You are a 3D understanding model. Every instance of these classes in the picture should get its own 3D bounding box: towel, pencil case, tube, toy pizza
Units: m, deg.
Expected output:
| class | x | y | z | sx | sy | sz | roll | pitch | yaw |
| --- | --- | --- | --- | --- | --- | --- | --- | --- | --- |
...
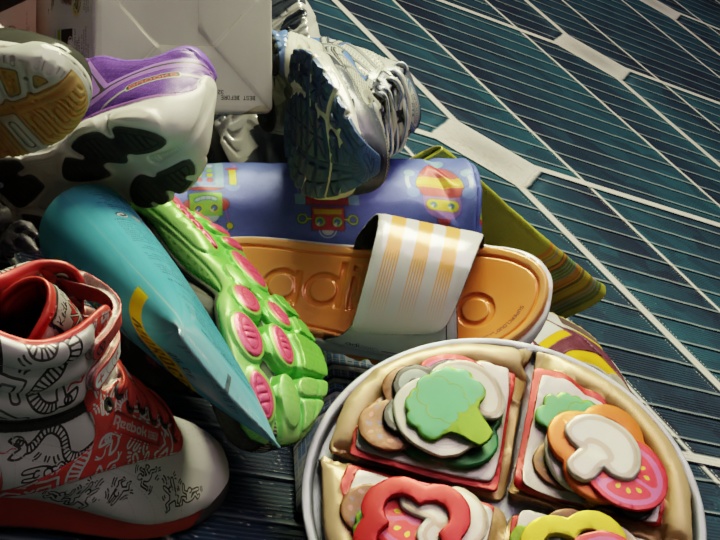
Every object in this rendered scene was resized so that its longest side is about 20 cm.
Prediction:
| class | x | y | z | sx | sy | sz | roll | pitch | yaw |
| --- | --- | --- | --- | --- | --- | --- | --- | --- | --- |
| towel | 0.073 | -0.014 | 1.206 | 0.200 | 0.086 | 0.018 | 38 | 33 | -42 |
| pencil case | -0.025 | -0.025 | 1.101 | 0.199 | 0.087 | 0.078 | -1 | 68 | -8 |
| tube | -0.097 | 0.015 | 0.879 | 0.077 | 0.050 | 0.200 | 46 | -4 | -34 |
| toy pizza | 0.071 | 0.109 | 0.903 | 0.200 | 0.032 | 0.201 | 5 | 52 | -6 |

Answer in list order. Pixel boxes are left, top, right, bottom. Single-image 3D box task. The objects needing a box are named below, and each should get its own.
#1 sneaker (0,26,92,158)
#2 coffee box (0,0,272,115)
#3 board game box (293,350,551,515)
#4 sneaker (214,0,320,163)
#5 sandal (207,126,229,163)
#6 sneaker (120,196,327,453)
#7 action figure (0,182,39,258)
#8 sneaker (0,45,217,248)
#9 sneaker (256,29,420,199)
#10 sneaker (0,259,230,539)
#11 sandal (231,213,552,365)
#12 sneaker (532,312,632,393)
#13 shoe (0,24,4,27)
| class | x | y | z | sx | sy | sz | roll | pitch | yaw |
| --- | --- | --- | --- | --- | --- | --- | --- | --- | --- |
| sneaker | -0.204 | -0.108 | 0.959 | 0.200 | 0.088 | 0.076 | -1 | -44 | 39 |
| coffee box | -0.148 | -0.134 | 1.146 | 0.113 | 0.080 | 0.200 | -2 | 5 | -30 |
| board game box | 0.066 | 0.116 | 0.989 | 0.200 | 0.062 | 0.200 | 24 | 19 | -14 |
| sneaker | -0.028 | -0.077 | 1.227 | 0.130 | 0.079 | 0.200 | 19 | 56 | -62 |
| sandal | -0.110 | -0.141 | 1.251 | 0.043 | 0.201 | 0.076 | -15 | 1 | -27 |
| sneaker | -0.080 | 0.037 | 0.957 | 0.077 | 0.084 | 0.200 | 31 | 13 | -36 |
| action figure | -0.236 | -0.037 | 0.906 | 0.119 | 0.102 | 0.200 | 16 | -32 | 45 |
| sneaker | -0.153 | -0.070 | 1.003 | 0.081 | 0.200 | 0.084 | 50 | 42 | -39 |
| sneaker | -0.002 | -0.096 | 1.071 | 0.085 | 0.077 | 0.200 | 1 | 23 | -14 |
| sneaker | -0.114 | 0.056 | 0.820 | 0.201 | 0.108 | 0.067 | 7 | 28 | -47 |
| sandal | -0.002 | 0.007 | 1.001 | 0.206 | 0.059 | 0.079 | 4 | 62 | 8 |
| sneaker | 0.085 | 0.051 | 1.162 | 0.200 | 0.075 | 0.090 | 19 | 16 | -23 |
| shoe | -0.276 | -0.126 | 1.084 | 0.200 | 0.091 | 0.071 | 28 | 19 | -2 |
